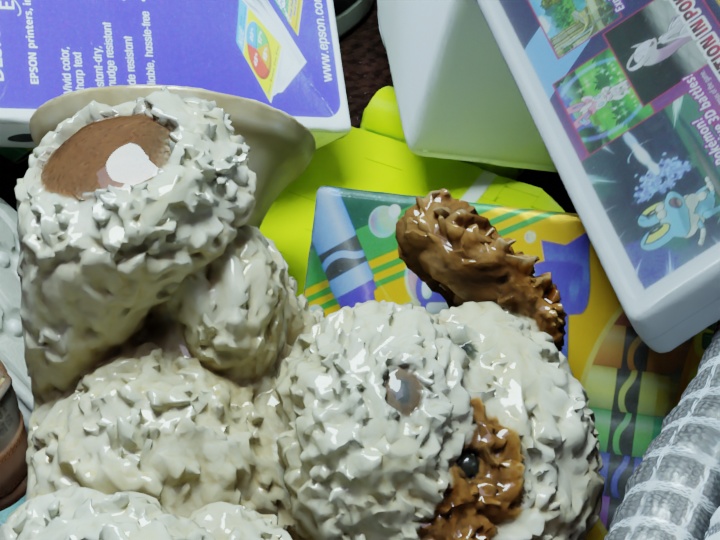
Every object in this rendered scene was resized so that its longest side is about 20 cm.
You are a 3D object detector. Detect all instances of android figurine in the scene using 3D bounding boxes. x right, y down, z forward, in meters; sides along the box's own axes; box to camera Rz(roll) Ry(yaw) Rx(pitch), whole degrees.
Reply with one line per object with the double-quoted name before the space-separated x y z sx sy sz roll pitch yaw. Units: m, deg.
"android figurine" 0.000 0.000 0.804 0.199 0.041 0.182 20 51 30

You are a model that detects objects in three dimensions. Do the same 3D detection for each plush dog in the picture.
"plush dog" -0.012 0.062 0.608 0.170 0.161 0.202 -1 57 0

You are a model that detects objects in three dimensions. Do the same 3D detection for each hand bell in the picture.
"hand bell" -0.071 0.047 0.715 0.103 0.104 0.202 0 74 10

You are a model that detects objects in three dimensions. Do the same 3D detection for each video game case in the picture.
"video game case" 0.131 -0.089 0.620 0.181 0.023 0.201 -33 38 12

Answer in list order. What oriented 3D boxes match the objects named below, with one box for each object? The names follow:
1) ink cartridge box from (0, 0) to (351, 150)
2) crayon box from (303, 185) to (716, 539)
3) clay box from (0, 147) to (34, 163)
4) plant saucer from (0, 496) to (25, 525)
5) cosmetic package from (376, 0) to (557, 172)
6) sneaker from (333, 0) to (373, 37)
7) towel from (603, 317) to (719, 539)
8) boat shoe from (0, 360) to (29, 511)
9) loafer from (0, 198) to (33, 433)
"ink cartridge box" -0.109 -0.144 0.794 0.198 0.043 0.200 1 73 -29
"crayon box" 0.075 0.046 0.675 0.198 0.052 0.127 7 88 22
"clay box" -0.168 -0.130 0.810 0.047 0.199 0.116 -24 39 55
"plant saucer" -0.174 0.046 0.805 0.199 0.019 0.070 29 56 35
"cosmetic package" 0.107 -0.163 0.805 0.163 0.201 0.166 6 43 -13
"sneaker" -0.076 -0.120 0.891 0.074 0.107 0.200 25 54 31
"towel" 0.156 0.099 0.574 0.085 0.201 0.166 -17 26 43
"boat shoe" -0.167 0.051 0.682 0.072 0.068 0.199 -43 19 -26
"loafer" -0.168 -0.006 0.761 0.200 0.070 0.070 51 31 7
